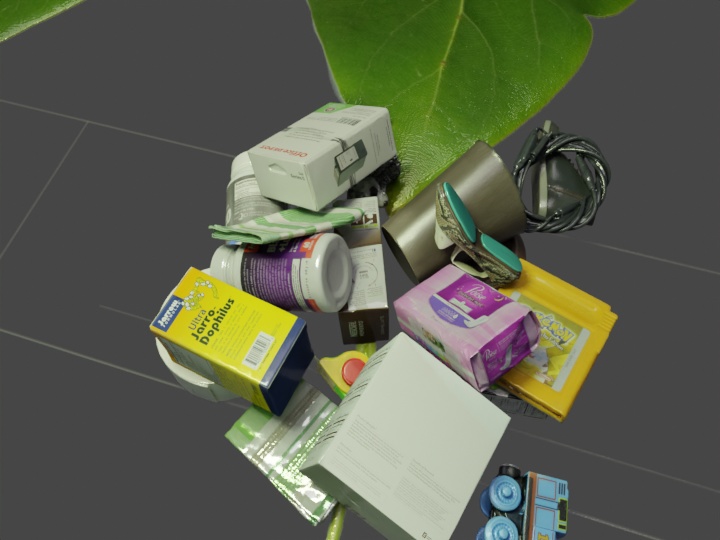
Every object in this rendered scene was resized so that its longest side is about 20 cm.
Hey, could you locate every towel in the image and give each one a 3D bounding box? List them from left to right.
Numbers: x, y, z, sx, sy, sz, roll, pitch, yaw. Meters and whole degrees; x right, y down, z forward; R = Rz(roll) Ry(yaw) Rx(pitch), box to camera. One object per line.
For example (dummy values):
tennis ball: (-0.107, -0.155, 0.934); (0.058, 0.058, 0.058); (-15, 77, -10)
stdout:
towel: (-0.106, -0.071, 1.028); (0.197, 0.024, 0.151); (-15, 16, -40)
towel: (-0.085, 0.256, 1.025); (0.198, 0.031, 0.149); (35, 65, 23)

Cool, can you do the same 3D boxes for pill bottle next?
pill bottle: (-0.174, -0.097, 1.180); (0.111, 0.115, 0.204); (-6, 59, 0)
pill bottle: (-0.120, 0.003, 1.023); (0.195, 0.112, 0.114); (0, 57, 25)

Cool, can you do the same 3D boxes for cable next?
cable: (0.325, -0.139, 1.153); (0.160, 0.051, 0.203); (27, 71, 6)

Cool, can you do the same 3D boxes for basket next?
basket: (0.143, -0.076, 1.096); (0.198, 0.182, 0.137); (-34, 43, -4)

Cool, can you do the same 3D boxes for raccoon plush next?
raccoon plush: (-0.016, -0.166, 1.249); (0.198, 0.097, 0.135); (26, 74, 46)

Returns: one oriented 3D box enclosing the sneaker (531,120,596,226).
sneaker: (0.361, -0.167, 1.223); (0.103, 0.075, 0.205); (6, 69, 2)

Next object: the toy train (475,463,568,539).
toy train: (0.211, 0.362, 0.912); (0.111, 0.087, 0.204); (12, 61, 3)

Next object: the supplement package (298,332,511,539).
supplement package: (0.056, 0.233, 0.926); (0.190, 0.147, 0.202); (37, 66, -2)

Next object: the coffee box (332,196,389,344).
coffee box: (0.000, 0.000, 1.114); (0.077, 0.115, 0.204); (-5, 59, 1)

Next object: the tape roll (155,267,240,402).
tape roll: (-0.219, 0.098, 1.094); (0.197, 0.071, 0.207); (-1, 60, 2)

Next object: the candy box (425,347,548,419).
candy box: (0.195, 0.135, 1.055); (0.195, 0.061, 0.139); (8, 60, 7)

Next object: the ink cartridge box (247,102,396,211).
ink cartridge box: (-0.060, -0.189, 1.117); (0.144, 0.086, 0.199); (17, 44, 41)

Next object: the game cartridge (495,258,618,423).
game cartridge: (0.264, 0.095, 1.022); (0.174, 0.033, 0.201); (29, 63, 19)

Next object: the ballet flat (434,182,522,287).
ballet flat: (0.156, -0.040, 1.014); (0.075, 0.199, 0.069); (-34, 29, 29)

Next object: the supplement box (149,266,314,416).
supplement box: (-0.178, 0.101, 0.986); (0.196, 0.110, 0.111); (23, 63, 16)

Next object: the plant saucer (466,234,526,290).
plant saucer: (0.185, -0.036, 1.172); (0.194, 0.035, 0.205); (-1, 60, 1)

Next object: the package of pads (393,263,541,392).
package of pads: (0.146, 0.072, 0.975); (0.119, 0.077, 0.199); (-34, 33, -15)

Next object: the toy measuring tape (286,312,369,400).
toy measuring tape: (-0.036, 0.129, 1.052); (0.073, 0.074, 0.201); (-38, 81, -18)
